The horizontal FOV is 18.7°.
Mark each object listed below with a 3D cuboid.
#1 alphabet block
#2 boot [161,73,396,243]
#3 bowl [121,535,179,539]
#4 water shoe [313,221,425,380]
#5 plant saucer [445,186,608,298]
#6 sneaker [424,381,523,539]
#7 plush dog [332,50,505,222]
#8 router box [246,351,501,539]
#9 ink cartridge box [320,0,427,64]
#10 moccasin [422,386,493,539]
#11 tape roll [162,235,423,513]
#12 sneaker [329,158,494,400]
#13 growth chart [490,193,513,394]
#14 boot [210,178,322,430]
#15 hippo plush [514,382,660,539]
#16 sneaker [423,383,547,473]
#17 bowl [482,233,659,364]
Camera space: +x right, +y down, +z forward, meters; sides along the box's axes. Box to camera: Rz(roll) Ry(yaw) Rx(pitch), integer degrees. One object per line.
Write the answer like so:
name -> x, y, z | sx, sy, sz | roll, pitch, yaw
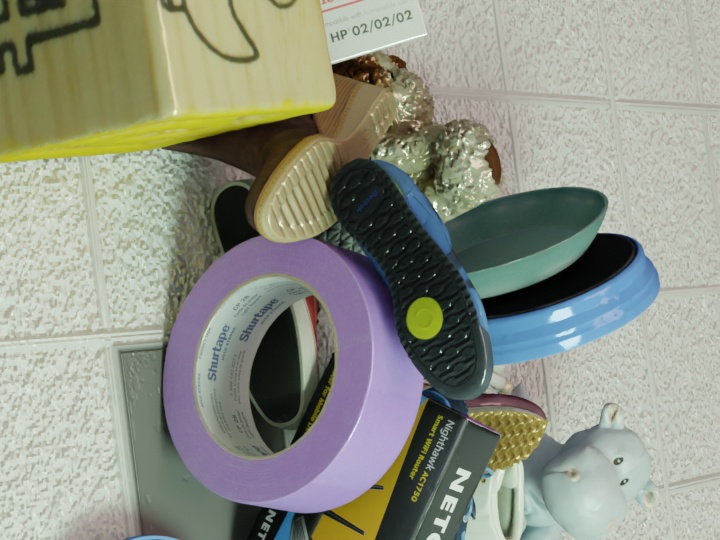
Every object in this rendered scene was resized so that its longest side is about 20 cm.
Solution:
alphabet block -> -0.159, -0.191, 1.540 | 0.195, 0.196, 0.200 | -11, 91, -52
boot -> -0.081, -0.085, 1.646 | 0.200, 0.166, 0.072 | -51, 136, -47
bowl -> -0.155, 0.290, 1.560 | 0.200, 0.039, 0.201 | 18, 67, -50
water shoe -> 0.000, 0.000, 1.728 | 0.200, 0.071, 0.079 | 59, 5, -19
plant saucer -> 0.119, -0.018, 1.868 | 0.200, 0.200, 0.036 | -37, 115, -50
sneaker -> 0.082, 0.144, 1.851 | 0.074, 0.115, 0.200 | -18, 95, -52
plush dog -> 0.021, -0.112, 1.837 | 0.172, 0.160, 0.200 | 62, 5, -2
router box -> 0.001, 0.180, 1.643 | 0.051, 0.149, 0.200 | 25, 89, -48
ink cartridge box -> -0.017, -0.202, 1.716 | 0.200, 0.115, 0.068 | -125, -162, -79
moccasin -> 0.054, 0.180, 1.715 | 0.068, 0.080, 0.200 | -7, 119, -39
tape roll -> -0.051, 0.076, 1.614 | 0.066, 0.200, 0.200 | 17, 69, -51
sneaker -> 0.051, 0.005, 1.568 | 0.078, 0.066, 0.200 | 15, 41, -58
growth chart -> 0.120, 0.013, 2.015 | 0.145, 0.018, 0.200 | 35, 55, -45
boot -> -0.040, 0.024, 1.756 | 0.144, 0.072, 0.200 | -3, 81, -55
hippo plush -> 0.185, 0.204, 1.936 | 0.200, 0.161, 0.160 | -38, 112, -50
sneaker -> 0.053, 0.114, 1.779 | 0.200, 0.075, 0.090 | -1, 39, -22
bowl -> 0.153, 0.021, 1.865 | 0.201, 0.200, 0.039 | -38, 115, -50
